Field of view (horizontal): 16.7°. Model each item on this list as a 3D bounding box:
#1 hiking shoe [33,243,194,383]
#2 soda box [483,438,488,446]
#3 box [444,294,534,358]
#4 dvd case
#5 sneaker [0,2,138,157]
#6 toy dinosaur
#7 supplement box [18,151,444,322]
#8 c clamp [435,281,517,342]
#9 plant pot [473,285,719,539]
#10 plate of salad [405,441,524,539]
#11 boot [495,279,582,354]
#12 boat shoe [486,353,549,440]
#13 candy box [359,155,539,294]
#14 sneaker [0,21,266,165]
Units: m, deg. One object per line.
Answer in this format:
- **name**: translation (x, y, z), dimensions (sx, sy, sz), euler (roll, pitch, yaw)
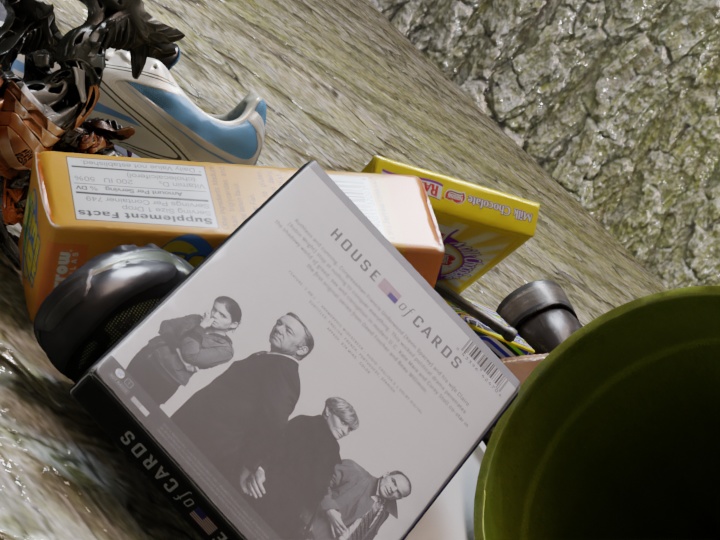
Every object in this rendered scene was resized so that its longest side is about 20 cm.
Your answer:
- **hiking shoe**: translation (-0.068, 0.057, 1.124), dimensions (0.101, 0.076, 0.200), euler (46, 7, 37)
- **soda box**: translation (-0.007, 0.078, 1.304), dimensions (0.200, 0.068, 0.064), euler (34, 11, -35)
- **box**: translation (-0.002, 0.030, 1.438), dimensions (0.199, 0.065, 0.070), euler (21, 13, -27)
- **dvd case**: translation (-0.022, 0.053, 1.092), dimensions (0.150, 0.025, 0.200), euler (47, 40, -3)
- **sneaker**: translation (-0.209, -0.118, 1.409), dimensions (0.200, 0.075, 0.088), euler (42, 14, 4)
- **toy dinosaur**: translation (-0.161, -0.081, 1.220), dimensions (0.102, 0.136, 0.201), euler (16, -32, 17)
- **supplement box**: translation (-0.064, -0.010, 1.199), dimensions (0.199, 0.067, 0.069), euler (4, 38, -15)
- **c clamp**: translation (0.000, 0.000, 1.344), dimensions (0.170, 0.027, 0.200), euler (30, 11, 8)
- **plant pot**: translation (0.186, 0.143, 1.198), dimensions (0.200, 0.200, 0.193), euler (49, 1, 43)
- **plate of salad**: translation (0.025, 0.130, 1.163), dimensions (0.200, 0.048, 0.201), euler (42, 35, -37)
- **boot**: translation (0.151, 0.114, 1.505), dimensions (0.200, 0.069, 0.175), euler (55, 5, -50)
- **boat shoe**: translation (0.146, 0.063, 1.370), dimensions (0.199, 0.068, 0.072), euler (4, 37, -32)
- **candy box**: translation (0.027, -0.017, 1.463), dimensions (0.102, 0.027, 0.200), euler (13, -18, -12)
- **sneaker**: translation (-0.145, -0.104, 1.344), dimensions (0.199, 0.073, 0.072), euler (23, 0, -14)
